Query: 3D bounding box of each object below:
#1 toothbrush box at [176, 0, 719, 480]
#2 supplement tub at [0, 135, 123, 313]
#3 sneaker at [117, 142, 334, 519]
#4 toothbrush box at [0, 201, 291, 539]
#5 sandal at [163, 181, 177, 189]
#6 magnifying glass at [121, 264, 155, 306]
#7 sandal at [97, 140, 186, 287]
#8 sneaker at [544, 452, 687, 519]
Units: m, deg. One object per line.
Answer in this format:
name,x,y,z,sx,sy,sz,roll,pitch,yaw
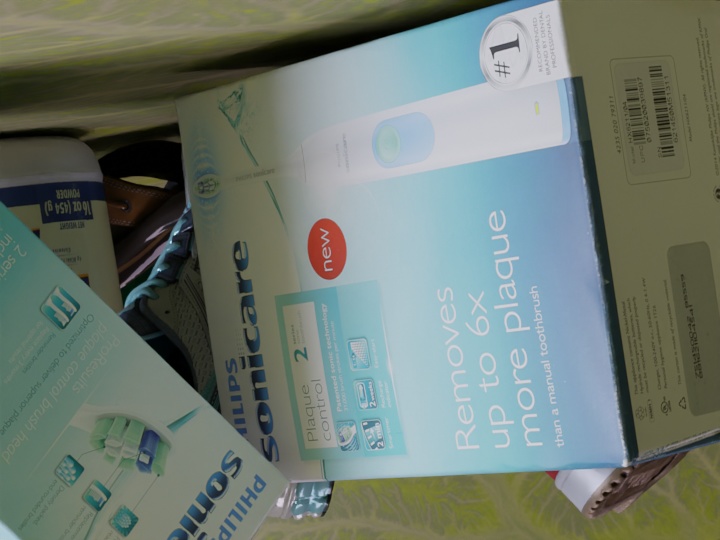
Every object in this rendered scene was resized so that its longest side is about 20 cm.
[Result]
toothbrush box,0.035,-0.007,0.710,0.085,0.148,0.199,-8,180,-41
supplement tub,-0.174,0.049,0.924,0.144,0.202,0.145,-9,180,0
sneaker,-0.064,0.010,0.856,0.086,0.201,0.078,-1,141,-16
toothbrush box,-0.145,0.044,0.720,0.085,0.200,0.146,-53,-159,-25
sandal,-0.040,-0.009,1.104,0.045,0.075,0.200,39,176,-42
magnifying glass,-0.108,0.013,1.060,0.079,0.201,0.022,26,143,-5
sandal,-0.103,-0.037,0.991,0.199,0.055,0.082,-27,-164,35
sneaker,0.092,0.046,0.886,0.071,0.113,0.200,-46,166,7
